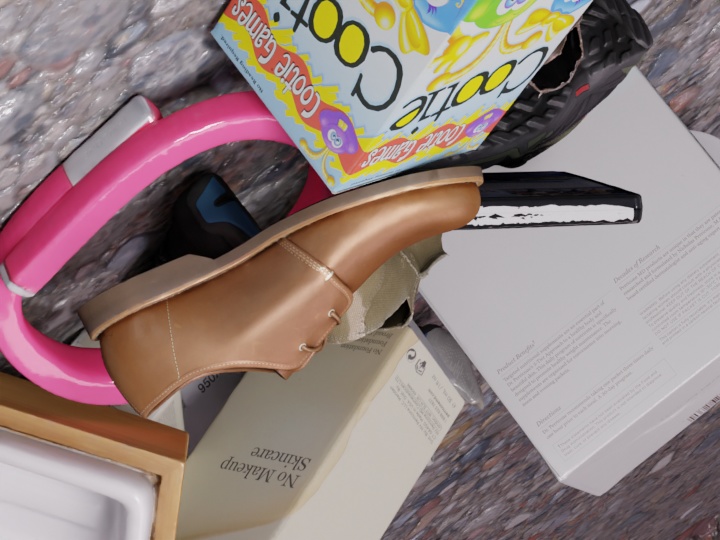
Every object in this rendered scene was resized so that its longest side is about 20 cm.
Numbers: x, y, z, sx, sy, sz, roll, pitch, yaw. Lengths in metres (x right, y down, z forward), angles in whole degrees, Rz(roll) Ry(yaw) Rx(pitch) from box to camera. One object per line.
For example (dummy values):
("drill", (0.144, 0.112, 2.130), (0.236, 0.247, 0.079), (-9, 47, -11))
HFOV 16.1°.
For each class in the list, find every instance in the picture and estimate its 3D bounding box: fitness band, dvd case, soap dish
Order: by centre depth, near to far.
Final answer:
("fitness band", (-0.091, -0.011, 1.231), (0.200, 0.037, 0.144), (-42, 136, 17))
("soap dish", (-0.169, 0.150, 1.322), (0.081, 0.157, 0.200), (-55, 158, -58))
("dvd case", (0.058, -0.037, 1.345), (0.142, 0.018, 0.200), (-1, -175, -6))

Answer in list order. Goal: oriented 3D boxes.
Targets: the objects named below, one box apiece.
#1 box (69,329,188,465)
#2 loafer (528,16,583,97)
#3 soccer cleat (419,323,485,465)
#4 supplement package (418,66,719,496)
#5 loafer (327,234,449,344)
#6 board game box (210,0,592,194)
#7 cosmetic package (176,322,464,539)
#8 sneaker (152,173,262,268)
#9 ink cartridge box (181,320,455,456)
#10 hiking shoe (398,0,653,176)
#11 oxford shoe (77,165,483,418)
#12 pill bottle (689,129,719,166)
("box", (-0.145, 0.123, 1.450), (0.082, 0.068, 0.200), (-50, 161, -27))
("loafer", (0.084, -0.142, 1.283), (0.073, 0.071, 0.200), (-39, 164, 5))
("soccer cleat", (-0.001, 0.121, 1.794), (0.200, 0.086, 0.070), (-40, 163, 10))
("supplement package", (0.150, 0.000, 1.578), (0.191, 0.200, 0.147), (-38, 164, 6))
("loafer", (0.000, 0.000, 1.427), (0.076, 0.068, 0.200), (-2, -175, 19))
("board game box", (0.038, -0.143, 1.126), (0.103, 0.105, 0.200), (-20, 156, -44))
("cosmetic package", (-0.040, 0.123, 1.430), (0.200, 0.103, 0.073), (-56, 130, -27))
("sneaker", (-0.084, 0.016, 1.362), (0.082, 0.073, 0.200), (-29, 160, -11))
("ink cartridge box", (-0.055, 0.097, 1.618), (0.145, 0.084, 0.200), (-47, 160, 29))
("hiking shoe", (0.079, -0.084, 1.422), (0.200, 0.076, 0.101), (-27, 157, -35))
("oxford shoe", (-0.027, 0.009, 1.195), (0.200, 0.071, 0.071), (-25, 172, 1))
("pill bottle", (0.227, -0.022, 1.825), (0.116, 0.116, 0.200), (-35, 164, -8))
